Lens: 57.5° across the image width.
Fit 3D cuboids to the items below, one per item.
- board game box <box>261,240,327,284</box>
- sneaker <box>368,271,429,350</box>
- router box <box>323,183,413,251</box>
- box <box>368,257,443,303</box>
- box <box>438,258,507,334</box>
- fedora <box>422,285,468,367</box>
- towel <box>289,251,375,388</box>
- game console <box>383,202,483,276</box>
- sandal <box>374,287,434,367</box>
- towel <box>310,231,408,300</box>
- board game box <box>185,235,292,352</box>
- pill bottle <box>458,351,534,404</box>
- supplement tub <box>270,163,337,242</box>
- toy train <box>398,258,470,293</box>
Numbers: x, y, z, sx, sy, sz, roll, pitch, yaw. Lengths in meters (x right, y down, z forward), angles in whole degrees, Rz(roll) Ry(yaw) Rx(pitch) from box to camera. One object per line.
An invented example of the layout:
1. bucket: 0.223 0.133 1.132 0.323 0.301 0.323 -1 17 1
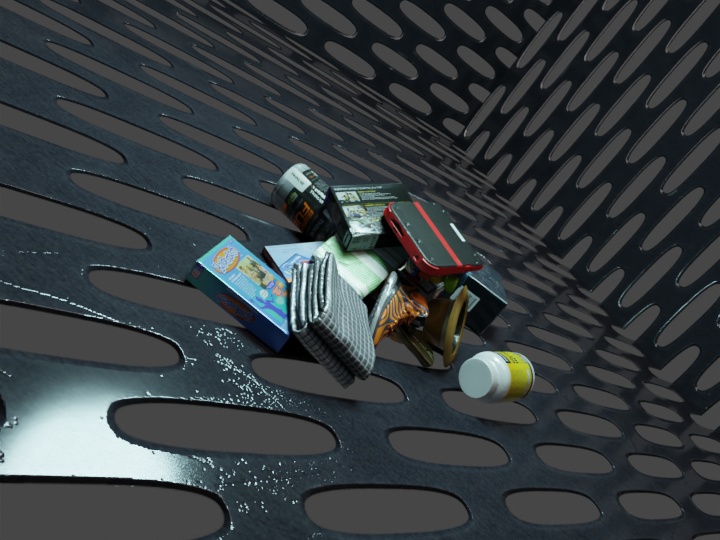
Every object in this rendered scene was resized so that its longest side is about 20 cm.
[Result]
1. board game box: -0.102 -0.016 1.374 0.197 0.020 0.103 -7 49 -45
2. sneaker: 0.078 0.098 1.334 0.111 0.078 0.202 29 55 -3
3. router box: 0.034 -0.121 1.450 0.196 0.051 0.151 -5 53 -28
4. box: 0.114 0.036 1.554 0.132 0.115 0.199 45 25 11
5. box: 0.291 0.036 1.829 0.198 0.125 0.197 35 23 -9
6. fedora: 0.189 0.119 1.490 0.080 0.205 0.200 12 16 16
7. towel: -0.046 0.081 1.170 0.166 0.085 0.202 49 22 -32
8. game console: 0.153 -0.071 1.402 0.174 0.031 0.202 -3 50 -40
9. sandal: 0.087 0.130 1.424 0.202 0.054 0.080 55 29 -2
10. towel: 0.000 -0.032 1.411 0.152 0.024 0.200 39 44 9
11. board game box: -0.190 0.036 1.151 0.199 0.045 0.152 40 22 -3
12. pill bottle: 0.304 0.240 1.475 0.198 0.113 0.113 10 36 -52
13. supplement tub: -0.103 -0.141 1.527 0.200 0.123 0.122 42 22 9
14. toy train: 0.160 0.009 1.403 0.115 0.086 0.199 34 26 12
